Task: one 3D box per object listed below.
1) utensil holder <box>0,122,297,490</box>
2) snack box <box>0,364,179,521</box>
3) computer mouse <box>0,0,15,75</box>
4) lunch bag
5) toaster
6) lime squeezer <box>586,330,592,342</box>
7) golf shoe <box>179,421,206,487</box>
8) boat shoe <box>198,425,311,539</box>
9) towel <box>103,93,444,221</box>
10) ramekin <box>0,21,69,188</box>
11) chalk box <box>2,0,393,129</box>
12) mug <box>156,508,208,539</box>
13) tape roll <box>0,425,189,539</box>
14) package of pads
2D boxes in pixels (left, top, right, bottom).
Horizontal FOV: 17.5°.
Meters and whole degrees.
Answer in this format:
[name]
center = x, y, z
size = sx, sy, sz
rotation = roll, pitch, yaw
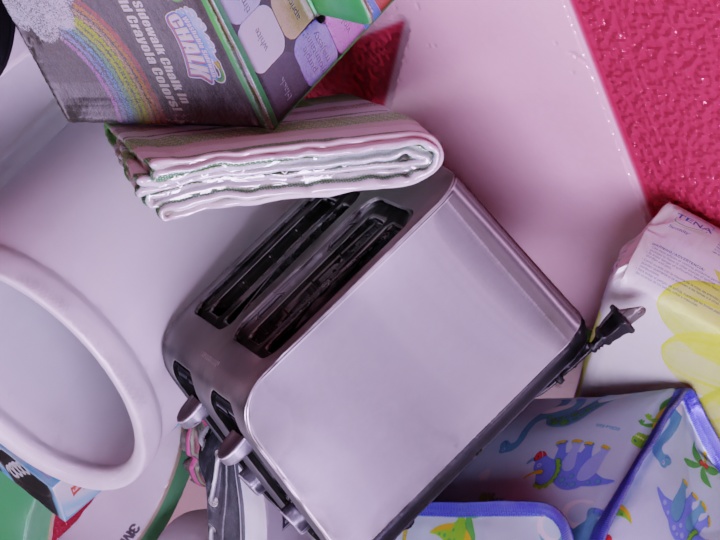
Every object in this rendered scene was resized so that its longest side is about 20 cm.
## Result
[utensil holder]
center = -0.131, -0.004, 1.333
size = 0.169, 0.200, 0.171
rotation = 27, 144, 21
[snack box]
center = -0.203, 0.059, 1.429
size = 0.199, 0.116, 0.037
rotation = 32, 150, 34
[computer mouse]
center = -0.248, -0.186, 1.218
size = 0.139, 0.202, 0.046
rotation = 0, 160, 2
[lunch bag]
center = 0.081, 0.158, 1.181
size = 0.169, 0.200, 0.128
rotation = -6, 128, 47
[toaster]
center = 0.008, 0.037, 1.184
size = 0.119, 0.200, 0.181
rotation = 48, 173, -19
[lime squeezer]
center = 0.054, 0.051, 1.359
size = 0.071, 0.038, 0.200
rotation = 47, 146, -10
[golf shoe]
center = -0.077, 0.078, 1.497
size = 0.091, 0.073, 0.201
rotation = 15, 148, 24
[boat shoe]
center = -0.069, 0.112, 1.438
size = 0.067, 0.072, 0.201
rotation = 16, 122, 29
[towel]
center = -0.049, -0.060, 1.176
size = 0.200, 0.148, 0.031
rotation = -139, 44, -75
[ramekin]
center = -0.229, -0.115, 1.315
size = 0.105, 0.200, 0.200
rotation = 47, 147, 6
[chalk box]
center = -0.071, -0.155, 1.171
size = 0.199, 0.124, 0.125
rotation = 4, 132, 41
[mug]
center = -0.043, 0.242, 1.529
size = 0.174, 0.200, 0.148
rotation = -7, 122, 29
[tape roll]
center = -0.176, 0.130, 1.532
size = 0.048, 0.201, 0.201
rotation = 24, 144, 23
[package of pads]
center = 0.189, 0.070, 1.218
size = 0.154, 0.068, 0.201
rotation = 29, 144, 15
